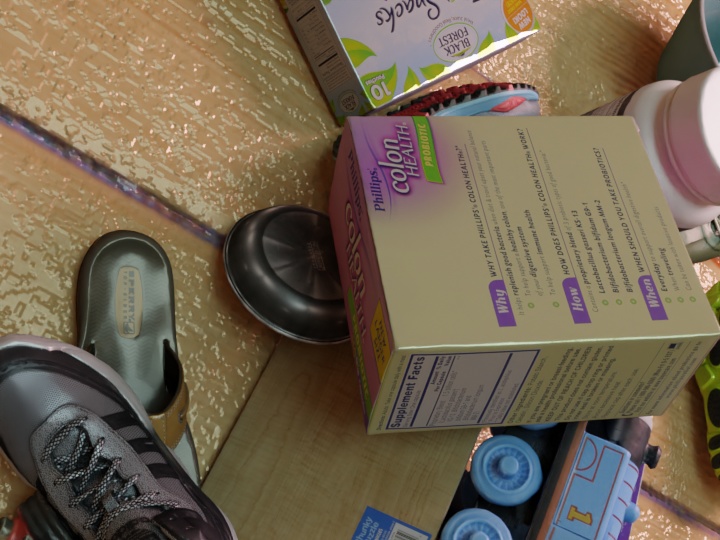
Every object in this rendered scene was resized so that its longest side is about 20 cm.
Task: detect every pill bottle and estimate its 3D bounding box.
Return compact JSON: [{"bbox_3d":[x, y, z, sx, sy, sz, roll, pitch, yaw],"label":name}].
[{"bbox_3d":[0.215,-0.079,0.824,0.112,0.199,0.114,8,74,-32],"label":"pill bottle"}]

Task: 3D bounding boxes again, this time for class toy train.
[{"bbox_3d":[0.122,0.152,0.690,0.113,0.087,0.201,23,65,10],"label":"toy train"}]

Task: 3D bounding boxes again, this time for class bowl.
[{"bbox_3d":[0.353,-0.170,0.984,0.199,0.105,0.203,14,60,-25],"label":"bowl"}]

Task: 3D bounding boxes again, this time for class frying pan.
[{"bbox_3d":[-0.003,0.012,0.728,0.188,0.031,0.116,22,44,-13],"label":"frying pan"}]

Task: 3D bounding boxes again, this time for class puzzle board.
[{"bbox_3d":[-0.014,0.129,0.684,0.149,0.017,0.201,20,62,15],"label":"puzzle board"}]

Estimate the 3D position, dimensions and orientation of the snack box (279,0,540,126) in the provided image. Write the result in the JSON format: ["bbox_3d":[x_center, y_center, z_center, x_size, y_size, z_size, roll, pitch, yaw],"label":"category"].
[{"bbox_3d":[0.036,-0.213,0.825,0.199,0.053,0.143,-31,98,-35],"label":"snack box"}]

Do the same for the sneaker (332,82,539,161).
[{"bbox_3d":[0.063,-0.084,0.814,0.199,0.079,0.097,-26,112,-32],"label":"sneaker"}]

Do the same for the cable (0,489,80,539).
[{"bbox_3d":[-0.151,0.201,0.611,0.050,0.097,0.201,-34,123,2],"label":"cable"}]

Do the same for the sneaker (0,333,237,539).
[{"bbox_3d":[-0.129,0.118,0.557,0.075,0.114,0.201,-41,105,-6],"label":"sneaker"}]

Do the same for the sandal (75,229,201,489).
[{"bbox_3d":[-0.131,0.071,0.644,0.081,0.054,0.202,4,78,-31],"label":"sandal"}]

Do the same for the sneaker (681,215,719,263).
[{"bbox_3d":[0.356,-0.057,0.981,0.199,0.090,0.068,-18,90,-35],"label":"sneaker"}]

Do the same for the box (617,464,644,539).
[{"bbox_3d":[0.159,0.241,0.759,0.039,0.137,0.202,13,64,15],"label":"box"}]

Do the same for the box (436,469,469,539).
[{"bbox_3d":[0.039,0.212,0.732,0.200,0.046,0.160,39,60,-20],"label":"box"}]

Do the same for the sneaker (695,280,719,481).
[{"bbox_3d":[0.344,0.102,0.958,0.083,0.074,0.202,14,72,-49],"label":"sneaker"}]

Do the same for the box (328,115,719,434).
[{"bbox_3d":[0.092,-0.002,0.670,0.198,0.097,0.177,-2,53,-13],"label":"box"}]
